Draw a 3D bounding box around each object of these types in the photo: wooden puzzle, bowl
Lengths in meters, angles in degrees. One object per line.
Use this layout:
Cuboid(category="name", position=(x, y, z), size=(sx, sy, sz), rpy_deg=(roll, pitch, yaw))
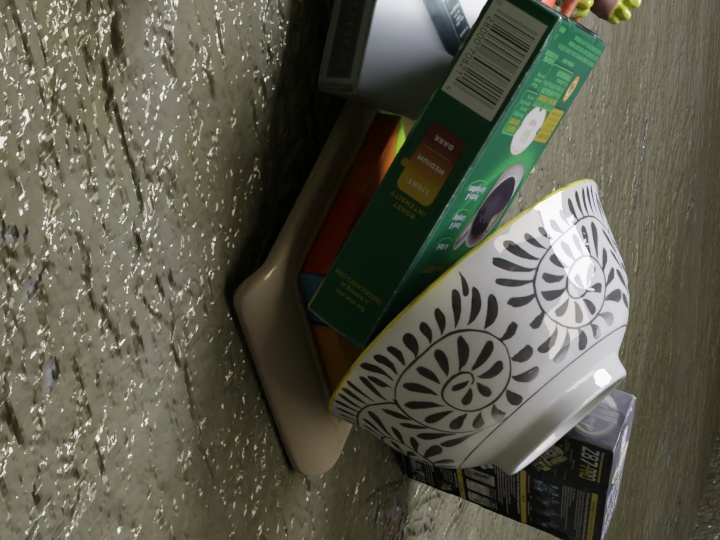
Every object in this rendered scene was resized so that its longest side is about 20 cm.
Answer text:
Cuboid(category="wooden puzzle", position=(0.000, 0.000, 0.837), size=(0.201, 0.037, 0.186), rpy_deg=(-60, 152, -34))
Cuboid(category="bowl", position=(0.087, 0.051, 0.777), size=(0.200, 0.094, 0.201), rpy_deg=(-38, 166, -12))

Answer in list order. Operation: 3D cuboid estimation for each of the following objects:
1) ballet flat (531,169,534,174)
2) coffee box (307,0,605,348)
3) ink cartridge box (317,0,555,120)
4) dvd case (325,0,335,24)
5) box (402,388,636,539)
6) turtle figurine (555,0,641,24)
Cuboid(category="ballet flat", position=(0.098, -0.070, 1.052), size=(0.200, 0.067, 0.068), rpy_deg=(-37, 140, -59))
Cuboid(category="coffee box", position=(0.055, -0.053, 0.752), size=(0.201, 0.044, 0.123), rpy_deg=(-60, 163, 14))
Cuboid(category="ink cartridge box", position=(0.070, -0.183, 0.808), size=(0.172, 0.043, 0.202), rpy_deg=(11, 92, -39))
Cuboid(category="dvd case", position=(0.006, -0.231, 0.808), size=(0.201, 0.016, 0.149), rpy_deg=(79, 28, -43))
Cuboid(category="box", position=(0.104, 0.120, 0.967), size=(0.049, 0.160, 0.201), rpy_deg=(-61, 160, -24))
Cuboid(category="turtle figurine", position=(0.154, -0.229, 0.949), size=(0.161, 0.064, 0.202), rpy_deg=(25, 73, -61))
